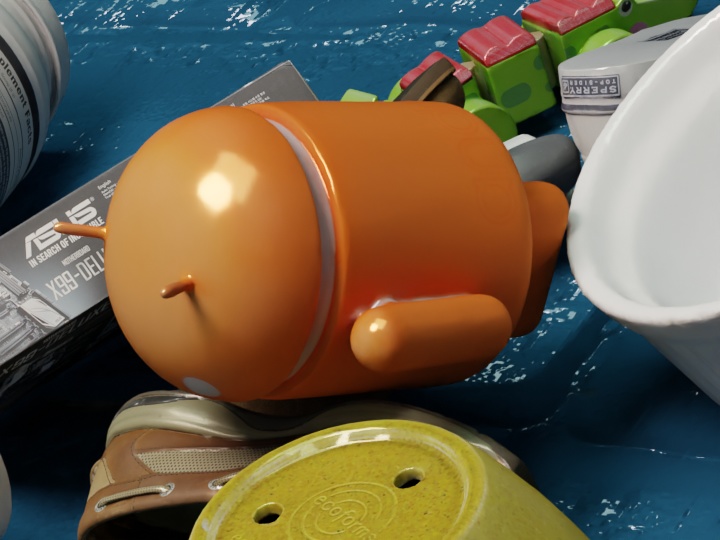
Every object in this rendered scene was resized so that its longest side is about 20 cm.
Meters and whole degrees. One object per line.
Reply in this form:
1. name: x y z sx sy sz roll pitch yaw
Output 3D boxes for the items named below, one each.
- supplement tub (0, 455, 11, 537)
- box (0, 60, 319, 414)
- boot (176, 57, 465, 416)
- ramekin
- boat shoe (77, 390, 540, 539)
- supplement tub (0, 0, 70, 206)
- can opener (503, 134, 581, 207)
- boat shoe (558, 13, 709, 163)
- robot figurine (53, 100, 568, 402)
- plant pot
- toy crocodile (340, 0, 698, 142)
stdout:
1. supplement tub: -0.244 0.124 1.126 0.145 0.145 0.200 6 38 36
2. box: -0.116 -0.001 1.277 0.200 0.050 0.158 -34 -4 -24
3. boot: 0.000 0.000 1.230 0.200 0.075 0.074 -58 2 -19
4. ramekin: 0.189 -0.029 1.134 0.200 0.098 0.201 -32 31 22
5. boat shoe: -0.024 0.099 1.130 0.200 0.076 0.074 1 45 34
6. supplement tub: -0.241 -0.066 1.442 0.140 0.140 0.200 -3 34 25
7. can opener: 0.004 -0.011 1.282 0.200 0.067 0.053 -24 65 -9
8. boat shoe: 0.161 -0.079 1.319 0.072 0.066 0.200 -1 13 34
9. robot figurine: -0.015 -0.009 1.119 0.200 0.144 0.117 -3 -25 -38
10. plant pot: 0.011 0.136 0.969 0.200 0.142 0.200 -14 31 8
11. toy crocodile: 0.076 -0.098 1.399 0.200 0.062 0.068 -28 31 -17
